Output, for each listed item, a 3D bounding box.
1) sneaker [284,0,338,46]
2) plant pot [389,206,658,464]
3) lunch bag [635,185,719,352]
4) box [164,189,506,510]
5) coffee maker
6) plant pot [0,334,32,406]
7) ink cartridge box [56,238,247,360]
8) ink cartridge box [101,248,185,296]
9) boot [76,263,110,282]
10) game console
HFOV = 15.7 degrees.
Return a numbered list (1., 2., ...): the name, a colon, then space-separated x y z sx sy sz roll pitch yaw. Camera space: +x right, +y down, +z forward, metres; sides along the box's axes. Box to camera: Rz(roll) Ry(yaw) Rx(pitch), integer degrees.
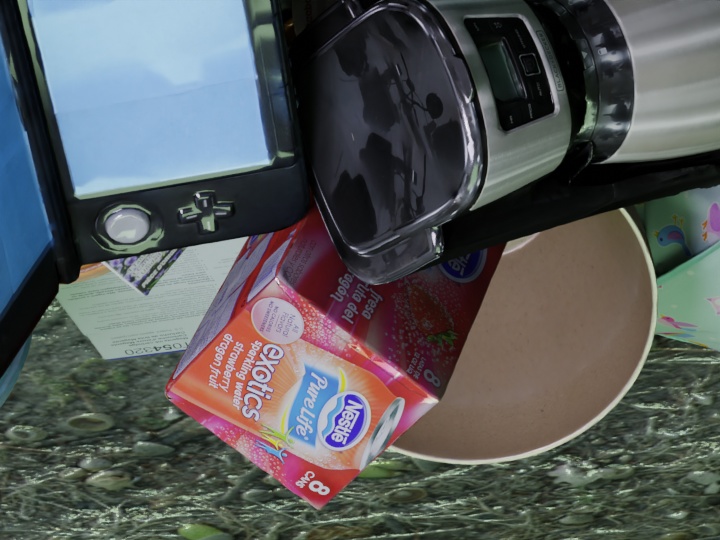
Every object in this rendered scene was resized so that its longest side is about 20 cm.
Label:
1. sneaker: 0.020 -0.120 1.273 0.085 0.073 0.200 15 151 -40
2. plant pot: 0.059 -0.015 1.402 0.200 0.135 0.201 2 120 4
3. lunch bag: 0.219 -0.020 1.467 0.170 0.122 0.200 11 146 -31
4. box: 0.000 0.000 1.214 0.095 0.200 0.100 38 128 -10
5. coffee maker: 0.076 -0.065 1.147 0.200 0.135 0.192 -15 149 -29
6. plant pot: -0.293 -0.012 1.349 0.199 0.200 0.188 -8 140 11
7. ink cartridge box: -0.086 -0.011 1.539 0.196 0.043 0.200 -8 157 7
8. ink cartridge box: -0.155 -0.068 1.178 0.050 0.109 0.200 -49 152 -4
9. boot: -0.161 -0.075 1.354 0.154 0.074 0.200 22 134 -37
10. game console: -0.107 -0.045 1.034 0.172 0.119 0.200 -9 135 -2
